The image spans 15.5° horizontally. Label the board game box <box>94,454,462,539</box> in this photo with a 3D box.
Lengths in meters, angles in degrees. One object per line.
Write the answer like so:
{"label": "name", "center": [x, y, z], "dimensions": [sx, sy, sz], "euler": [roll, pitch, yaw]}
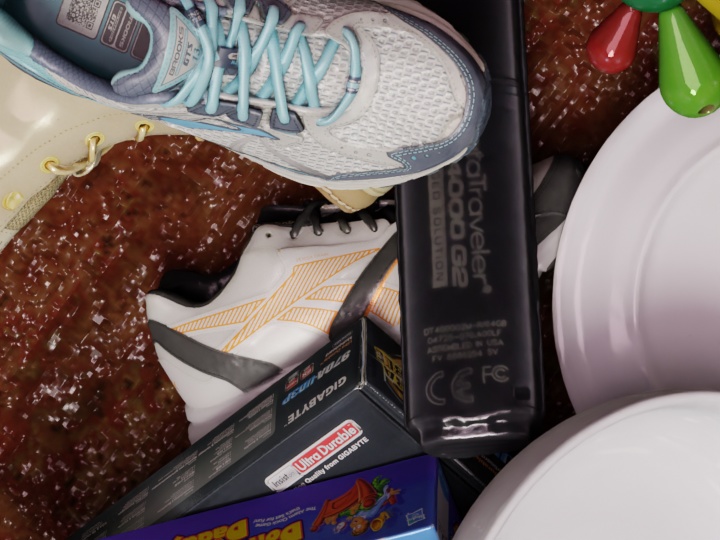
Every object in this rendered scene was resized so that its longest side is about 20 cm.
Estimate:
{"label": "board game box", "center": [-0.043, 0.159, 1.044], "dimensions": [0.199, 0.045, 0.135], "euler": [-16, 123, 13]}

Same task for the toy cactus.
{"label": "toy cactus", "center": [0.104, -0.162, 0.974], "dimensions": [0.102, 0.164, 0.201], "euler": [18, 99, 47]}

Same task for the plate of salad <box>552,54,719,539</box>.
{"label": "plate of salad", "center": [0.170, 0.010, 1.051], "dimensions": [0.199, 0.048, 0.201], "euler": [-1, 94, -10]}

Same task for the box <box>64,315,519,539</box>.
{"label": "box", "center": [-0.016, 0.130, 1.079], "dimensions": [0.200, 0.046, 0.159], "euler": [-36, 116, 24]}

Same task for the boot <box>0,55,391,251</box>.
{"label": "boot", "center": [-0.098, -0.055, 1.060], "dimensions": [0.200, 0.073, 0.156], "euler": [40, 103, 1]}

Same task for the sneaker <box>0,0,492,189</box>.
{"label": "sneaker", "center": [-0.052, -0.074, 0.969], "dimensions": [0.199, 0.086, 0.078], "euler": [13, 99, 10]}

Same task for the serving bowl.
{"label": "serving bowl", "center": [0.103, 0.140, 0.996], "dimensions": [0.199, 0.066, 0.201], "euler": [-4, 98, -27]}

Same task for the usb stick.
{"label": "usb stick", "center": [0.040, -0.026, 1.019], "dimensions": [0.055, 0.033, 0.201], "euler": [-5, 66, 8]}

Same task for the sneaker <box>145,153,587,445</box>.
{"label": "sneaker", "center": [0.000, 0.000, 1.067], "dimensions": [0.199, 0.074, 0.080], "euler": [-28, 97, 13]}
